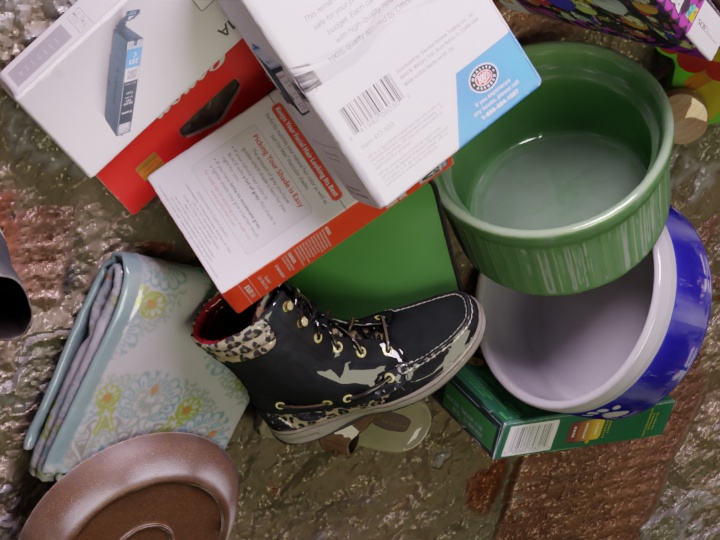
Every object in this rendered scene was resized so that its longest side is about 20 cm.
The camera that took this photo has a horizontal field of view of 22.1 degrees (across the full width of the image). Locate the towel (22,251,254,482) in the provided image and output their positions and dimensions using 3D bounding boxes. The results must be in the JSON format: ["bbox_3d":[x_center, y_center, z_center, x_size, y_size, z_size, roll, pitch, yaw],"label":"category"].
[{"bbox_3d":[-0.161,0.085,1.467,0.170,0.048,0.201,11,114,-43],"label":"towel"}]

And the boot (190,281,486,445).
[{"bbox_3d":[-0.017,0.048,1.434,0.202,0.074,0.154,-27,136,14],"label":"boot"}]

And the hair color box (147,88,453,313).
[{"bbox_3d":[-0.043,-0.074,1.369,0.199,0.111,0.064,-34,163,-1],"label":"hair color box"}]

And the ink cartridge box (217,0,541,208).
[{"bbox_3d":[0.006,-0.168,1.264,0.146,0.086,0.201,-37,106,-9],"label":"ink cartridge box"}]

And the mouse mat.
[{"bbox_3d":[0.000,0.000,1.474,0.159,0.008,0.201,-3,134,14],"label":"mouse mat"}]

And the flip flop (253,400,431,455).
[{"bbox_3d":[-0.007,0.130,1.594,0.199,0.058,0.081,18,112,-43],"label":"flip flop"}]

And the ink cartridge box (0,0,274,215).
[{"bbox_3d":[-0.131,-0.145,1.324,0.200,0.045,0.176,-43,134,-2],"label":"ink cartridge box"}]

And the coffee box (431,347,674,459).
[{"bbox_3d":[0.171,0.111,1.661,0.199,0.123,0.044,-5,123,-33],"label":"coffee box"}]

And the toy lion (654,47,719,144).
[{"bbox_3d":[0.331,-0.196,1.545,0.198,0.069,0.193,10,121,0],"label":"toy lion"}]

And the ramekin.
[{"bbox_3d":[0.154,-0.077,1.469,0.199,0.200,0.098,-33,141,-10],"label":"ramekin"}]

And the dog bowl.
[{"bbox_3d":[0.195,0.023,1.560,0.078,0.200,0.201,15,111,-43],"label":"dog bowl"}]

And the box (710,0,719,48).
[{"bbox_3d":[0.238,-0.283,1.372,0.199,0.164,0.167,30,84,-44],"label":"box"}]

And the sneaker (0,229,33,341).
[{"bbox_3d":[-0.298,-0.031,1.244,0.075,0.106,0.200,-49,135,5],"label":"sneaker"}]

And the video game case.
[{"bbox_3d":[0.141,-0.224,1.313,0.181,0.199,0.036,35,81,-49],"label":"video game case"}]

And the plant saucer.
[{"bbox_3d":[-0.182,0.218,1.499,0.199,0.032,0.201,-20,134,-21],"label":"plant saucer"}]
